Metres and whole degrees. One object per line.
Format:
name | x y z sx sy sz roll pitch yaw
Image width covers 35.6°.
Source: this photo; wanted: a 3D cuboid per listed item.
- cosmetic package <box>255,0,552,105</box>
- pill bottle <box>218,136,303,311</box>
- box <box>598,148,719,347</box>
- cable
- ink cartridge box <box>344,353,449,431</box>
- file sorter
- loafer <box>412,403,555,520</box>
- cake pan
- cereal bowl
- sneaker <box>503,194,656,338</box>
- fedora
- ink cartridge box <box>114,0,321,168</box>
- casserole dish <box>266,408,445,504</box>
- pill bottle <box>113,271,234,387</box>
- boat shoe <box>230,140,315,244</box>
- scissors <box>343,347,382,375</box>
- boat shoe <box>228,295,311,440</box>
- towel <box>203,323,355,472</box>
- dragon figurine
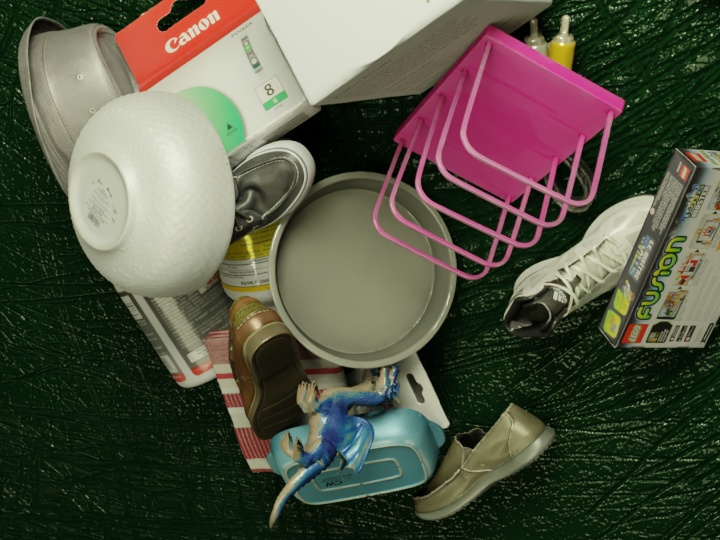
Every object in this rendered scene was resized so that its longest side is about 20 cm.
cosmetic package | 0.030 -0.257 0.963 0.167 0.200 0.167 -30 85 31
pill bottle | -0.104 -0.036 1.202 0.112 0.112 0.200 -2 114 24
box | 0.309 -0.016 1.047 0.110 0.035 0.200 2 123 -23
cable | 0.168 -0.143 1.069 0.097 0.050 0.200 -5 111 22
ink cartridge box | 0.003 0.132 1.265 0.200 0.068 0.115 -15 109 29
file sorter | 0.114 -0.091 1.010 0.139 0.126 0.200 26 152 -12
loafer | 0.128 0.212 1.258 0.200 0.075 0.070 -40 84 28
cake pan | 0.000 0.000 1.150 0.200 0.200 0.037 52 165 -8
cereal bowl | -0.214 -0.070 1.060 0.200 0.083 0.200 7 102 39
sneaker | 0.221 0.010 1.084 0.200 0.115 0.076 -37 97 32
fedora | -0.276 -0.177 1.178 0.090 0.177 0.200 -15 95 12
ink cartridge box | -0.154 -0.201 1.111 0.161 0.050 0.200 -32 78 13
casserole dish | -0.005 0.208 1.218 0.200 0.039 0.121 -12 136 11
pill bottle | -0.208 0.022 1.272 0.116 0.116 0.200 -24 104 30
boat shoe | -0.131 -0.058 1.095 0.200 0.066 0.070 -26 103 29
scissors | -0.046 0.134 1.240 0.200 0.014 0.073 -17 107 28
boat shoe | -0.097 0.099 1.155 0.068 0.072 0.200 51 154 31
towel | -0.078 0.143 1.232 0.144 0.023 0.200 -4 124 14
dragon figurine | -0.023 0.172 1.131 0.099 0.200 0.059 21 164 -18
